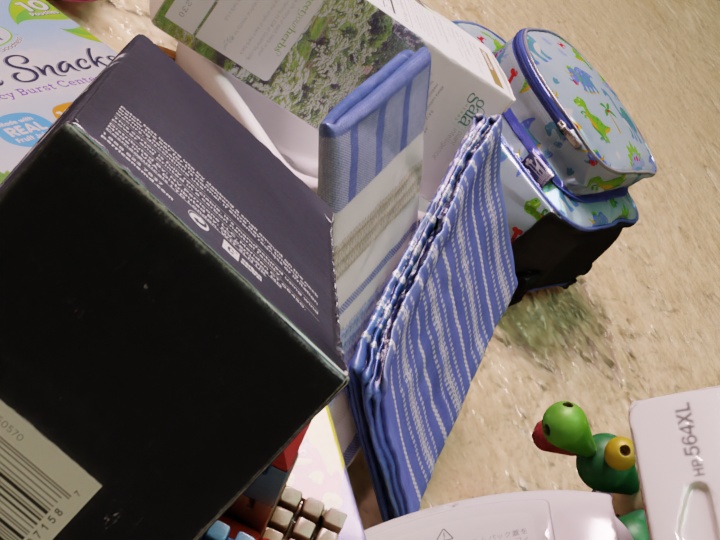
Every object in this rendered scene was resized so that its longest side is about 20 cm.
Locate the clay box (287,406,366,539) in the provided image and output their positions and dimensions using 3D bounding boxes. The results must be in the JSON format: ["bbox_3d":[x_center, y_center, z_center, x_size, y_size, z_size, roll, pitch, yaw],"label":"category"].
[{"bbox_3d":[-0.078,0.056,0.664,0.113,0.048,0.202,-4,50,-19],"label":"clay box"}]

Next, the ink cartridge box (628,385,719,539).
[{"bbox_3d":[0.174,0.164,0.622,0.147,0.083,0.201,-92,168,-45],"label":"ink cartridge box"}]

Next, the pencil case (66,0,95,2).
[{"bbox_3d":[-0.176,-0.253,0.946,0.082,0.087,0.201,8,36,-6],"label":"pencil case"}]

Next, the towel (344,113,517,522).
[{"bbox_3d":[0.047,0.031,0.798,0.146,0.024,0.201,76,33,-45],"label":"towel"}]

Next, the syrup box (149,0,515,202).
[{"bbox_3d":[-0.016,-0.132,0.833,0.199,0.079,0.082,30,22,-22],"label":"syrup box"}]

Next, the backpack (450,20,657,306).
[{"bbox_3d":[0.118,-0.098,1.105,0.201,0.147,0.182,52,25,14],"label":"backpack"}]

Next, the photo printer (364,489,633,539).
[{"bbox_3d":[0.049,0.182,0.617,0.201,0.164,0.070,-94,166,-52],"label":"photo printer"}]

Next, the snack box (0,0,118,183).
[{"bbox_3d":[-0.140,-0.052,0.665,0.199,0.053,0.142,36,32,24],"label":"snack box"}]

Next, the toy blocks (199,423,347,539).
[{"bbox_3d":[-0.055,0.134,0.487,0.099,0.137,0.201,25,53,1],"label":"toy blocks"}]

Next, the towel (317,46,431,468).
[{"bbox_3d":[0.000,0.000,0.740,0.024,0.202,0.147,11,26,16],"label":"towel"}]

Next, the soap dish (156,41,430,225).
[{"bbox_3d":[-0.033,-0.050,0.865,0.199,0.081,0.158,14,32,-48],"label":"soap dish"}]

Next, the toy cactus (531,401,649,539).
[{"bbox_3d":[0.160,0.161,0.877,0.201,0.102,0.165,55,29,-3],"label":"toy cactus"}]

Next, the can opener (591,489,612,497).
[{"bbox_3d":[0.219,0.220,0.945,0.064,0.078,0.202,84,-19,-66],"label":"can opener"}]

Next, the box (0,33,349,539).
[{"bbox_3d":[-0.107,0.041,0.478,0.104,0.200,0.182,42,10,-12],"label":"box"}]
